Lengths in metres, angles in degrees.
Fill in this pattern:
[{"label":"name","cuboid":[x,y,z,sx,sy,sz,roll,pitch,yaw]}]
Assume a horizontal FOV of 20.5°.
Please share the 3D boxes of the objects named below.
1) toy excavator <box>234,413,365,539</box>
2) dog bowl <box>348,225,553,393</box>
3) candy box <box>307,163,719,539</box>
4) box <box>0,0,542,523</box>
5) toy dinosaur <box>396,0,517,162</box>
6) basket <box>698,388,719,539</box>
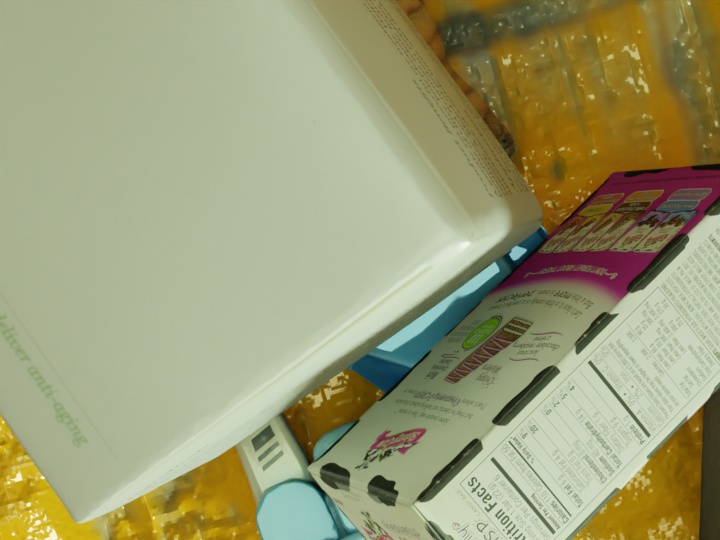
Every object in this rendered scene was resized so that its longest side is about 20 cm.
[{"label":"toy excavator","cuboid":[-0.022,0.101,0.940,0.194,0.100,0.200,-24,83,5]},{"label":"dog bowl","cuboid":[0.000,0.000,0.936,0.200,0.050,0.112,17,99,2]},{"label":"candy box","cuboid":[0.085,0.042,0.831,0.200,0.136,0.061,-42,103,-13]},{"label":"box","cuboid":[-0.068,-0.040,0.818,0.200,0.171,0.199,-37,85,13]},{"label":"toy dinosaur","cuboid":[0.003,-0.123,0.921,0.106,0.060,0.200,-29,106,-5]},{"label":"basket","cuboid":[0.219,0.123,0.895,0.136,0.180,0.200,22,114,44]}]
